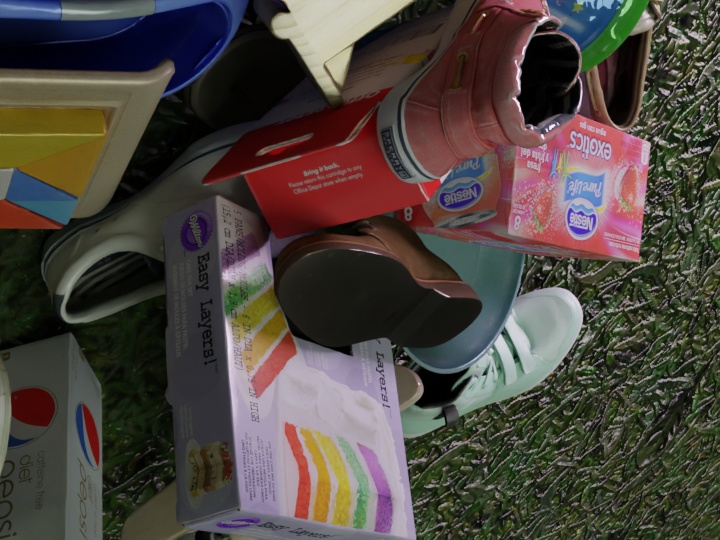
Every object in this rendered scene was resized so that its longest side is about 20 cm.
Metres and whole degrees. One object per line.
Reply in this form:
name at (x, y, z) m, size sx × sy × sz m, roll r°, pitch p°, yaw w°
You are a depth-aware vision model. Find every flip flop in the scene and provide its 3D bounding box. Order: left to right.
flip flop at (-0.040, -0.097, 0.914) m, size 0.081 × 0.058 × 0.200 m, roll -48°, pitch 137°, yaw 3°

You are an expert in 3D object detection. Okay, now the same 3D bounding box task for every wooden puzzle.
wooden puzzle at (-0.214, -0.060, 0.741) m, size 0.198 × 0.038 × 0.185 m, roll -7°, pitch 162°, yaw -25°

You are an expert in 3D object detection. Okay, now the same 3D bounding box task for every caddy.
caddy at (-0.157, -0.164, 0.741) m, size 0.198 × 0.105 × 0.142 m, roll -11°, pitch 128°, yaw -31°

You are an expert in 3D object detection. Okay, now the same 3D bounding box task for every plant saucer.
plant saucer at (0.060, -0.024, 1.011) m, size 0.199 × 0.036 × 0.202 m, roll -8°, pitch 101°, yaw -52°

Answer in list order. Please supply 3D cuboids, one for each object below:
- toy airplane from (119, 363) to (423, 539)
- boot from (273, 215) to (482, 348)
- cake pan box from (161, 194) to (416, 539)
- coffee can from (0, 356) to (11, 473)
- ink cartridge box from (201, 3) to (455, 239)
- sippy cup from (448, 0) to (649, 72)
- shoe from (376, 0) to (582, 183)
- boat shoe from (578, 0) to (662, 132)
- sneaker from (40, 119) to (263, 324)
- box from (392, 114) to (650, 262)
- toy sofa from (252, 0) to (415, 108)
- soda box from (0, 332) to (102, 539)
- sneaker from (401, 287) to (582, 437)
toy airplane at (-0.066, 0.147, 0.982) m, size 0.141 × 0.199 × 0.200 m, roll 48°, pitch 60°, yaw -43°
boot at (0.000, 0.000, 0.847) m, size 0.074 × 0.076 × 0.199 m, roll -42°, pitch 153°, yaw 19°
cake pan box at (-0.043, 0.068, 0.832) m, size 0.052 × 0.202 × 0.184 m, roll -19°, pitch 153°, yaw 28°
coffee can at (-0.326, 0.085, 0.771) m, size 0.199 × 0.146 × 0.147 m, roll 21°, pitch 107°, yaw -44°
ink cartridge box at (0.004, -0.086, 0.814) m, size 0.068 × 0.115 × 0.200 m, roll 62°, pitch 38°, yaw -20°
sippy cup at (0.109, -0.216, 0.895) m, size 0.129 × 0.139 × 0.180 m, roll 17°, pitch 69°, yaw -32°
shoe at (0.090, -0.118, 0.761) m, size 0.200 × 0.090 × 0.072 m, roll -52°, pitch 122°, yaw -46°
boat shoe at (0.195, -0.196, 1.009) m, size 0.074 × 0.066 × 0.201 m, roll -23°, pitch 132°, yaw -21°
sneaker at (-0.115, -0.024, 0.869) m, size 0.199 × 0.071 × 0.073 m, roll -31°, pitch 133°, yaw 7°
box at (0.121, -0.064, 0.976) m, size 0.199 × 0.102 × 0.096 m, roll 8°, pitch 88°, yaw -53°
toy sofa at (0.031, -0.192, 0.768) m, size 0.199 × 0.083 × 0.098 m, roll -34°, pitch 112°, yaw 2°
soda box at (-0.206, 0.138, 0.858) m, size 0.067 × 0.201 × 0.064 m, roll -15°, pitch 135°, yaw 3°
sneaker at (0.112, 0.072, 1.109) m, size 0.199 × 0.074 × 0.118 m, roll -31°, pitch 170°, yaw -12°
